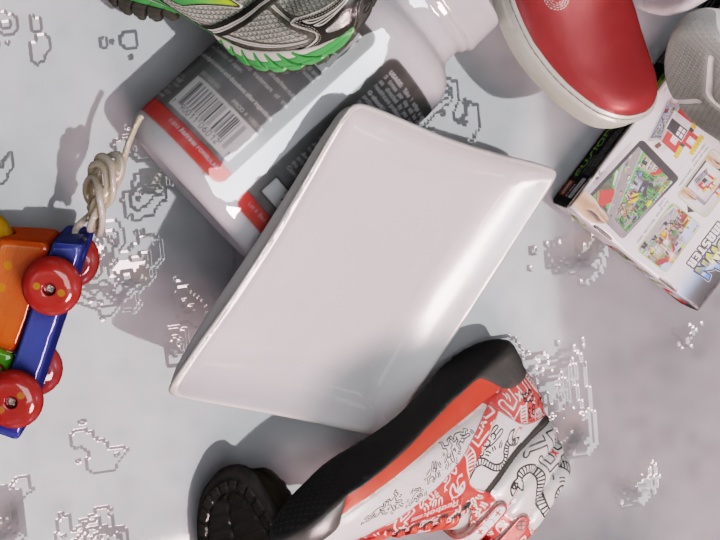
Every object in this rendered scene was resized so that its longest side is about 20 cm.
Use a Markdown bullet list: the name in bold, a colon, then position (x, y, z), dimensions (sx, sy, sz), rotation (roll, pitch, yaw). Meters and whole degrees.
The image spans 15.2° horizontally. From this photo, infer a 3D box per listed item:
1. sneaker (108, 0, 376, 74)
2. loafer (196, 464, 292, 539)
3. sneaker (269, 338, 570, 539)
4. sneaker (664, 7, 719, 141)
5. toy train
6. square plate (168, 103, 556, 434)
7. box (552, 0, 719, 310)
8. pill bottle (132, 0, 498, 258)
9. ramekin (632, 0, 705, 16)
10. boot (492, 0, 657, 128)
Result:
- **sneaker**: position (-0.080, -0.168, 1.483), dimensions (0.078, 0.200, 0.085), rotation (-63, 150, -18)
- **loafer**: position (-0.030, 0.201, 1.627), dimensions (0.071, 0.073, 0.200), rotation (-35, 101, -50)
- **sneaker**: position (0.044, 0.138, 1.602), dimensions (0.201, 0.067, 0.108), rotation (-39, 109, -30)
- **sneaker**: position (0.244, -0.102, 1.585), dimensions (0.080, 0.070, 0.200), rotation (-57, 135, -12)
- **toy train**: position (-0.208, -0.015, 1.532), dimensions (0.116, 0.085, 0.200), rotation (19, 103, -2)
- **square plate**: position (0.000, 0.000, 1.554), dimensions (0.200, 0.028, 0.198), rotation (15, 113, -50)
- **box**: position (0.221, -0.087, 1.651), dimensions (0.110, 0.035, 0.200), rotation (38, 89, -16)
- **pill bottle**: position (-0.024, -0.109, 1.549), dimensions (0.200, 0.116, 0.116), rotation (-43, 105, -4)
- **ramekin**: position (0.194, -0.254, 1.539), dimensions (0.098, 0.200, 0.201), rotation (-16, 102, -21)
- **boot**: position (0.131, -0.190, 1.522), dimensions (0.072, 0.144, 0.200), rotation (-18, 76, -32)
